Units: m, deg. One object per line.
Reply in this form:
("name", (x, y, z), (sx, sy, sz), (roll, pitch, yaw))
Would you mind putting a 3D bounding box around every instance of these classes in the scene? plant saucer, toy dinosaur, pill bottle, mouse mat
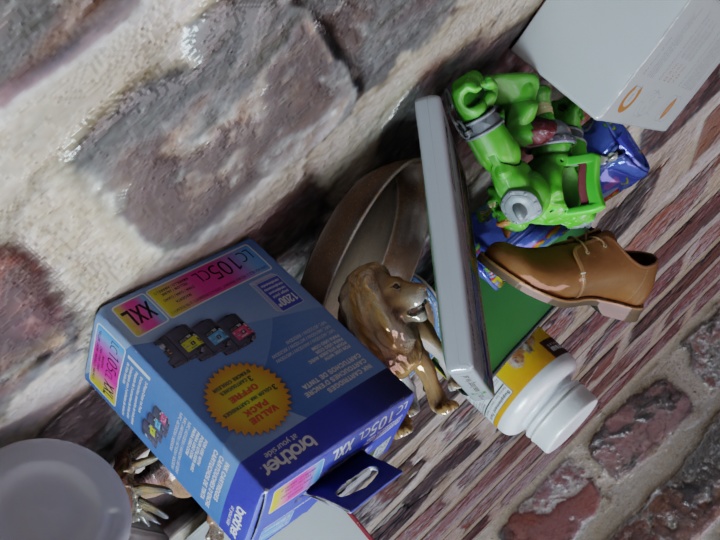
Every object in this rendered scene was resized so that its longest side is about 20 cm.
("plant saucer", (0.000, 0.000, 0.835), (0.200, 0.034, 0.200), (-54, 159, -32))
("toy dinosaur", (-0.129, 0.134, 0.835), (0.200, 0.086, 0.136), (-51, 153, -4))
("pill bottle", (-0.228, 0.211, 0.731), (0.111, 0.111, 0.200), (-27, 155, -41))
("mouse mat", (0.135, 0.016, 1.046), (0.200, 0.161, 0.008), (-46, 125, 2))
("pill bottle", (0.150, 0.096, 1.126), (0.109, 0.200, 0.109), (-39, 158, -19))

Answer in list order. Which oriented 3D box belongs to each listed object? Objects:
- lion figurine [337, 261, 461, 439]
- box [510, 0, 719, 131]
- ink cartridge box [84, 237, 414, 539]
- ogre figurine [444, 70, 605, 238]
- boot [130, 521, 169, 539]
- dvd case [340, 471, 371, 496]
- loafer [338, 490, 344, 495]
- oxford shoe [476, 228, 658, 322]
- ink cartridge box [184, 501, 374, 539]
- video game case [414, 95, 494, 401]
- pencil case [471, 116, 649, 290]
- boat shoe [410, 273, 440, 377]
("lion figurine", (0.028, 0.054, 0.816), (0.072, 0.123, 0.200), (-26, 178, 1))
("box", (0.233, -0.198, 0.899), (0.124, 0.097, 0.200), (-55, 158, 21))
("ink cartridge box", (-0.063, 0.086, 0.699), (0.136, 0.200, 0.076), (-29, 153, -39))
("ogre figurine", (0.141, -0.093, 0.861), (0.098, 0.120, 0.200), (-17, 170, 13))
("boot", (-0.197, 0.263, 0.909), (0.074, 0.096, 0.200), (-48, 159, 4))
("dvd case", (-0.031, 0.238, 1.284), (0.150, 0.025, 0.200), (-34, 156, -31))
("loafer", (-0.036, 0.193, 1.087), (0.068, 0.070, 0.201), (-3, 146, -4))
("oxford shoe", (0.181, -0.008, 0.917), (0.200, 0.071, 0.071), (8, 115, -39))
("ink cartridge box", (-0.080, 0.289, 1.060), (0.145, 0.145, 0.200), (-39, 170, -18))
("video game case", (0.074, -0.008, 0.819), (0.022, 0.200, 0.182), (-9, 166, 10))
("pencil case", (0.177, -0.067, 1.001), (0.200, 0.078, 0.087), (-39, -179, 16))
("boat shoe", (0.022, 0.084, 1.040), (0.072, 0.072, 0.200), (-29, 153, -35))
